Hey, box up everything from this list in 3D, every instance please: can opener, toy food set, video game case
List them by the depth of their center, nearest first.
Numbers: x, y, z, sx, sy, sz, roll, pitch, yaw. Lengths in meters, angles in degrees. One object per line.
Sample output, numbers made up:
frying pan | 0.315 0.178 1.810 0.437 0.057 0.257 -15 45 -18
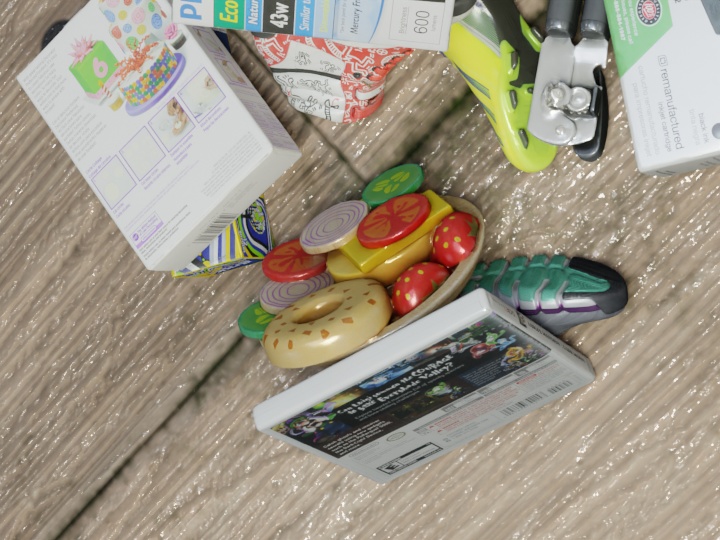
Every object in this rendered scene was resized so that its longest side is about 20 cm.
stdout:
video game case | 0.050 0.090 1.306 0.199 0.182 0.024 -28 59 21
can opener | 0.165 -0.184 1.324 0.052 0.066 0.202 7 84 21
toy food set | 0.000 0.000 1.333 0.199 0.198 0.049 -34 116 -6

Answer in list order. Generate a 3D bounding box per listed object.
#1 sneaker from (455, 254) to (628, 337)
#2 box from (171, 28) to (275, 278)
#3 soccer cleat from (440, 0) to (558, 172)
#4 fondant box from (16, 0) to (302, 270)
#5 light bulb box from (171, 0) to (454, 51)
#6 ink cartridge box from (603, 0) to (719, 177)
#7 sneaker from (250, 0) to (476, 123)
sneaker | 0.110 0.041 1.351 0.198 0.074 0.088 0 115 24
box | -0.131 -0.099 1.447 0.070 0.064 0.202 -15 84 23
soccer cleat | 0.096 -0.166 1.359 0.084 0.064 0.202 -27 83 51
fondant box | -0.159 -0.122 1.394 0.144 0.058 0.201 -41 75 19
light bulb box | -0.026 -0.269 1.201 0.198 0.199 0.125 5 49 0
ink cartridge box | 0.285 -0.159 1.252 0.199 0.084 0.147 -13 85 23
sneaker | 0.014 -0.172 1.360 0.200 0.067 0.108 -1 131 30
